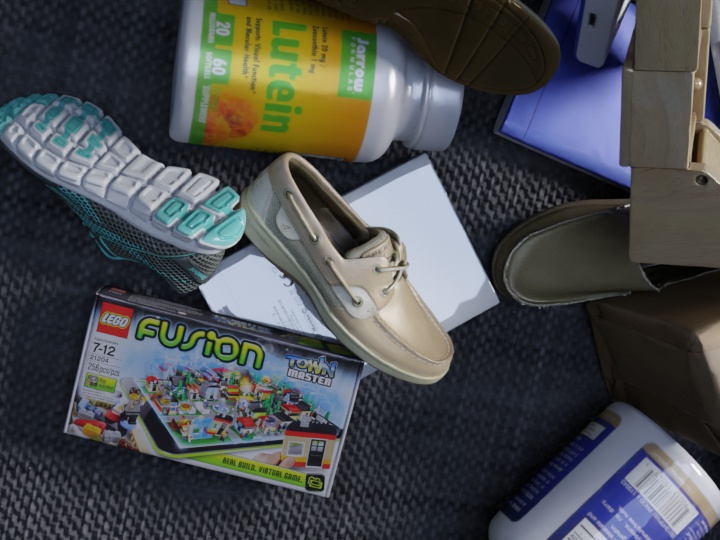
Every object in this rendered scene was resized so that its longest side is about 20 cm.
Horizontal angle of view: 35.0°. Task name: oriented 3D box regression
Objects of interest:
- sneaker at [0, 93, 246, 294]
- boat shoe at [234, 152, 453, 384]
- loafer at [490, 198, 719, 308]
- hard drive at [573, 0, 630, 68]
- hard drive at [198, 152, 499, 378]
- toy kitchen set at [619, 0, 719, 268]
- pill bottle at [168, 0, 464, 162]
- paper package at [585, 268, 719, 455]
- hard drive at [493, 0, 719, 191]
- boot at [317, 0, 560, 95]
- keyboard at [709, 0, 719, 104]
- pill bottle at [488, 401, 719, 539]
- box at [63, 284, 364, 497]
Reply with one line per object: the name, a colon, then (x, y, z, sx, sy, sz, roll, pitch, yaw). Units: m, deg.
sneaker: (-0.181, -0.049, 0.816, 0.200, 0.091, 0.078, 33, 45, 8)
boat shoe: (0.000, 0.000, 0.820, 0.200, 0.072, 0.065, 45, 126, -6)
loafer: (0.197, -0.018, 0.872, 0.200, 0.067, 0.076, -16, 104, 10)
hard drive: (0.197, -0.255, 0.780, 0.025, 0.132, 0.200, 22, 79, 11)
hard drive: (-0.010, 0.014, 0.878, 0.200, 0.027, 0.132, -28, 99, -7)
toy kitchen set: (0.276, -0.127, 0.777, 0.180, 0.163, 0.200, 4, 126, 17)
pill bottle: (-0.032, -0.136, 0.817, 0.200, 0.111, 0.111, 5, 94, -11)
paper package: (0.303, 0.043, 0.856, 0.200, 0.191, 0.104, -22, 101, -9)
hard drive: (0.220, -0.132, 0.902, 0.200, 0.025, 0.132, 22, 90, -12)
boot: (0.049, -0.211, 0.797, 0.200, 0.155, 0.072, 25, 126, -11)
keyboard: (0.316, -0.180, 0.868, 0.104, 0.040, 0.200, -22, 108, -18)
pill bottle: (0.170, 0.209, 0.881, 0.200, 0.120, 0.120, -42, 101, -4)
box: (-0.106, 0.089, 0.840, 0.200, 0.035, 0.110, 14, 99, -3)
